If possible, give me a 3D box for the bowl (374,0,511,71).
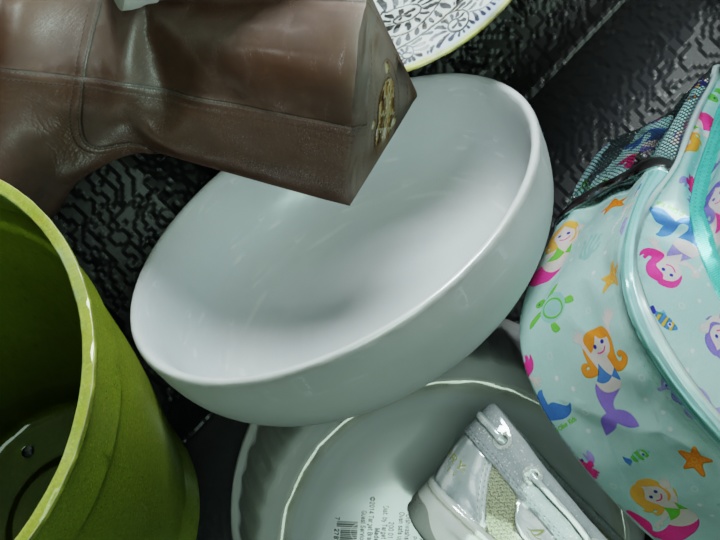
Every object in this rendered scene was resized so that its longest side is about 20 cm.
[{"bbox_3d":[-0.008,-0.186,0.819,0.201,0.094,0.201,1,98,5],"label":"bowl"}]

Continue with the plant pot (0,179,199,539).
[{"bbox_3d":[-0.164,0.085,0.775,0.200,0.193,0.200,-7,65,16],"label":"plant pot"}]

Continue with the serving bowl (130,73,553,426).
[{"bbox_3d":[0.000,0.000,0.804,0.200,0.200,0.066,-31,120,0],"label":"serving bowl"}]

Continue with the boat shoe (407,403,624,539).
[{"bbox_3d":[0.117,0.136,0.769,0.202,0.074,0.065,35,97,1],"label":"boat shoe"}]

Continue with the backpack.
[{"bbox_3d":[0.167,0.022,0.782,0.178,0.151,0.200,47,47,-9],"label":"backpack"}]

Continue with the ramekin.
[{"bbox_3d":[0.039,0.121,0.850,0.200,0.105,0.200,0,96,-3],"label":"ramekin"}]

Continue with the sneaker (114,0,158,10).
[{"bbox_3d":[-0.062,-0.210,0.744,0.116,0.074,0.200,-11,85,-12],"label":"sneaker"}]

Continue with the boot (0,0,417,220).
[{"bbox_3d":[-0.079,-0.045,0.795,0.200,0.064,0.186,9,123,10],"label":"boot"}]
